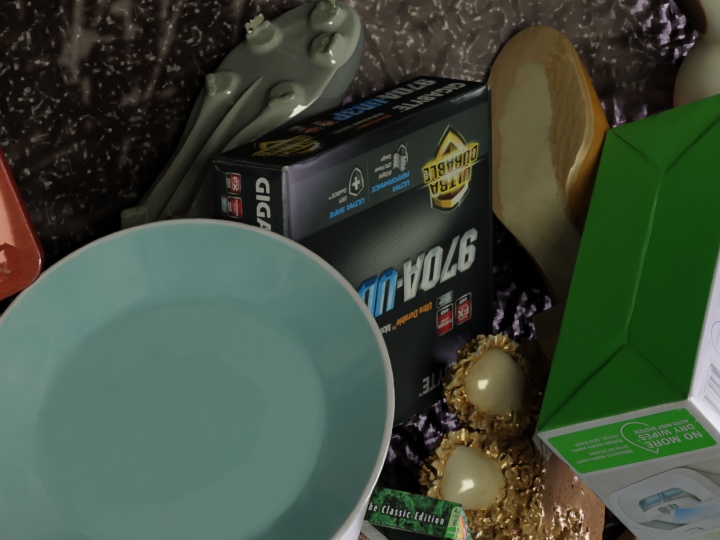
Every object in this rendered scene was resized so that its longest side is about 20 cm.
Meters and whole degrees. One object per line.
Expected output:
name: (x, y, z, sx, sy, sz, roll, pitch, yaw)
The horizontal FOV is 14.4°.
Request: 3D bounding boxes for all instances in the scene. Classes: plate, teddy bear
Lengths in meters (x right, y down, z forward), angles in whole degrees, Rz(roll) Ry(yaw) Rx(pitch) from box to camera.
plate: (-0.082, 0.068, 1.292, 0.200, 0.200, 0.026, -38, 154, -14)
teddy bear: (0.072, 0.103, 1.490, 0.200, 0.066, 0.146, 9, 84, -68)

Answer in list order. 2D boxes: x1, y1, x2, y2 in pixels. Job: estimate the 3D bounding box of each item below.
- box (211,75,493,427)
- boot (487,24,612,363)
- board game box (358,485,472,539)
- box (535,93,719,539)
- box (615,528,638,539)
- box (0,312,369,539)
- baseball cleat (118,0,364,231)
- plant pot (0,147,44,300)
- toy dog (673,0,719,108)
box: (0.000, 0.000, 1.426, 0.200, 0.046, 0.160, -25, 119, -55)
boot: (0.135, -0.023, 1.535, 0.144, 0.071, 0.202, 17, 60, -52)
board game box: (0.010, 0.150, 1.409, 0.104, 0.200, 0.024, 8, 65, 12)
box: (0.192, 0.043, 1.444, 0.176, 0.096, 0.201, 45, 46, -35)
box: (0.177, 0.224, 1.623, 0.200, 0.021, 0.164, -44, 113, -11)
box: (-0.102, 0.112, 1.308, 0.199, 0.041, 0.157, 12, 64, 12)
baseball cleat: (-0.057, -0.043, 1.450, 0.200, 0.070, 0.107, -51, 143, -16)
plant pot: (-0.249, -0.043, 1.292, 0.199, 0.176, 0.201, -27, 110, -18)
toy dog: (0.213, -0.143, 1.509, 0.193, 0.139, 0.201, -15, 108, -21)
